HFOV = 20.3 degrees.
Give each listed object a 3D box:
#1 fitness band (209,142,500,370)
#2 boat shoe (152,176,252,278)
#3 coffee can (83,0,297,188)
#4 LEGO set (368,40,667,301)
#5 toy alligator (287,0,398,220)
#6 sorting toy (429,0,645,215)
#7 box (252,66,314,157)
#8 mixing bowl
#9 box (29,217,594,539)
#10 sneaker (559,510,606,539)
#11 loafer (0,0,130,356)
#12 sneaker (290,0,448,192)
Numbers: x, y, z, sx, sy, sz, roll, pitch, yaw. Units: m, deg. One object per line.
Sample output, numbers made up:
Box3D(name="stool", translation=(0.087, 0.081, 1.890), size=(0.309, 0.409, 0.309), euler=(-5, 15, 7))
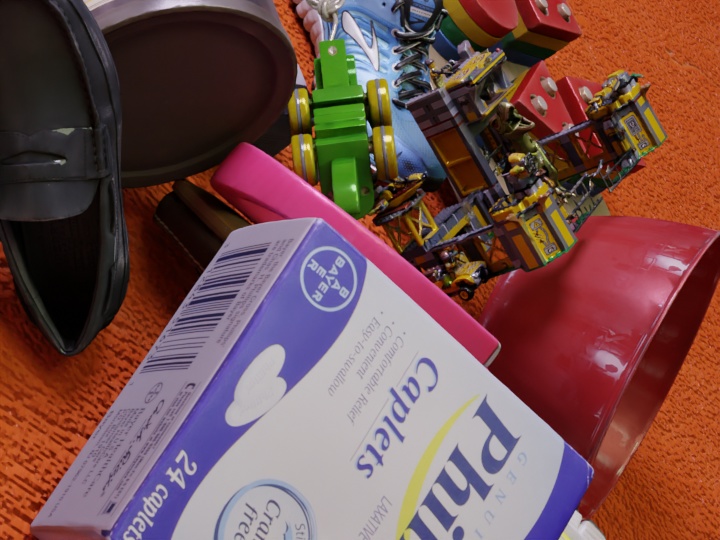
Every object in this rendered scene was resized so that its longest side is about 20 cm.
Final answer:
Box3D(name="fitness band", translation=(0.000, 0.000, 1.083), size=(0.200, 0.037, 0.144), euler=(41, -1, -42))
Box3D(name="boat shoe", translation=(-0.044, 0.033, 1.087), size=(0.200, 0.070, 0.070), euler=(42, 8, 16))
Box3D(name="coffee can", translation=(-0.131, -0.167, 1.075), size=(0.146, 0.146, 0.201), euler=(15, 46, -46))
Box3D(name="LEGO set", translation=(0.081, -0.078, 1.211), size=(0.200, 0.153, 0.116), euler=(-42, 106, -38))
Box3D(name="toy alligator", translation=(-0.012, -0.090, 1.177), size=(0.054, 0.059, 0.201), euler=(84, 0, -45))
Box3D(name="sorting toy", translation=(0.109, -0.134, 1.424), size=(0.198, 0.069, 0.201), euler=(4, 59, -58))
Box3D(name="box", translation=(-0.099, -0.167, 1.217), size=(0.082, 0.049, 0.201), euler=(4, 58, -51))
Box3D(name="mixing bowl", translation=(0.134, 0.043, 1.237), size=(0.108, 0.201, 0.200), euler=(27, 29, 15))
Box3D(name="box", translation=(-0.019, 0.109, 0.958), size=(0.200, 0.105, 0.184), euler=(42, 68, -21))
Box3D(name="sneaker", translation=(0.066, 0.146, 1.133), size=(0.200, 0.078, 0.091), euler=(41, 44, -17))
Box3D(name="loafer", translation=(-0.146, -0.050, 0.954), size=(0.071, 0.068, 0.202), euler=(-88, 174, -53))
Box3D(name="sneaker", translation=(0.016, -0.145, 1.310), size=(0.078, 0.090, 0.201), euler=(6, 58, -50))
